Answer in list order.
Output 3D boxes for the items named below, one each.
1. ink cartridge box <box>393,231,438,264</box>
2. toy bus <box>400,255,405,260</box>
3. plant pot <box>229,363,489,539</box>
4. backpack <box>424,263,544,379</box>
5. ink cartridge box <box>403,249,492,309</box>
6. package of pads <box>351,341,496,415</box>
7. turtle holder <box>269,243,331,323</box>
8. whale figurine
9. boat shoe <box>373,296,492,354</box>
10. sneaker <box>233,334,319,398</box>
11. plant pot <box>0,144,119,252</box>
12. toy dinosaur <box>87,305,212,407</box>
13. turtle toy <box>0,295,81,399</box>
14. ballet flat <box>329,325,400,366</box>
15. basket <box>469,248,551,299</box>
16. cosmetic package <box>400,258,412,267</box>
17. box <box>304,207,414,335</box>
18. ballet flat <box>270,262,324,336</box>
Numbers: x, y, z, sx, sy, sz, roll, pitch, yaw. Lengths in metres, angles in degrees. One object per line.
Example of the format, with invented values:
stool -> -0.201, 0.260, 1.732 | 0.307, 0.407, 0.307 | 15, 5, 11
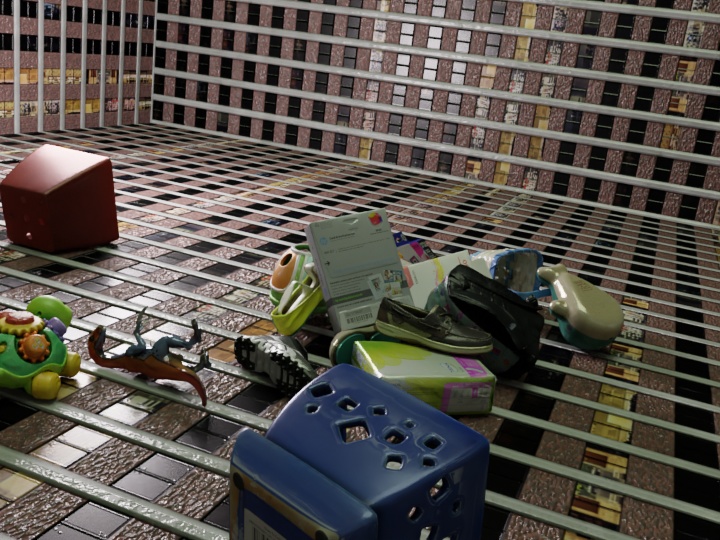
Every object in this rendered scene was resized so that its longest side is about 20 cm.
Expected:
ink cartridge box -> 0.144, -0.012, 1.697 | 0.200, 0.037, 0.095 | 49, 23, 8
toy bus -> 0.064, -0.010, 1.806 | 0.198, 0.066, 0.078 | 16, 20, 26
plant pot -> -0.014, 0.233, 0.734 | 0.199, 0.202, 0.179 | 22, 28, 39
backpack -> 0.209, 0.088, 1.349 | 0.199, 0.127, 0.167 | 32, 35, -6
ink cartridge box -> 0.162, 0.037, 1.473 | 0.198, 0.117, 0.068 | -16, -21, -5
package of pads -> 0.097, 0.167, 1.218 | 0.198, 0.069, 0.155 | 2, 16, -16
turtle holder -> -0.082, 0.022, 1.509 | 0.183, 0.133, 0.141 | 6, 16, -3
whale figurine -> 0.425, 0.074, 1.549 | 0.158, 0.104, 0.200 | -11, 47, -34
boat shoe -> 0.119, 0.088, 1.262 | 0.198, 0.066, 0.073 | 10, 11, 13
sneaker -> -0.109, 0.142, 1.214 | 0.090, 0.067, 0.199 | -11, 22, -41
plant pot -> -0.680, -0.147, 1.734 | 0.198, 0.202, 0.176 | 13, 28, 19
toy dinosaur -> -0.322, 0.124, 1.160 | 0.180, 0.106, 0.201 | -14, 31, -1
turtle toy -> -0.477, 0.103, 1.117 | 0.144, 0.102, 0.200 | 8, 16, 0
ballet flat -> -0.007, 0.127, 1.323 | 0.069, 0.070, 0.199 | 18, 14, 33
basket -> 0.340, 0.023, 1.676 | 0.175, 0.141, 0.199 | -4, 12, -32
cosmetic package -> 0.071, 0.031, 1.628 | 0.103, 0.088, 0.199 | -7, 22, -37
box -> 0.000, 0.000, 1.391 | 0.155, 0.202, 0.041 | -13, -9, -25
ballet flat -> -0.089, 0.028, 1.403 | 0.067, 0.200, 0.067 | 49, -17, -32
